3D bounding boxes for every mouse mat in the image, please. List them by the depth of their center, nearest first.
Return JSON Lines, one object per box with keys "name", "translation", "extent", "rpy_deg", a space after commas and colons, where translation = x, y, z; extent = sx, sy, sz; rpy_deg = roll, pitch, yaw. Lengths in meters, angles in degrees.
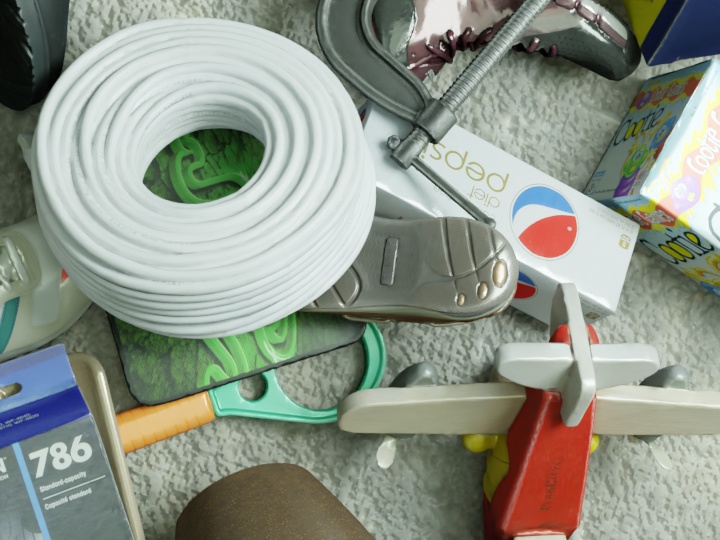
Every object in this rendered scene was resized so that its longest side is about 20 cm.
{"name": "mouse mat", "translation": [-0.095, -0.030, 0.957], "extent": [0.159, 0.008, 0.202], "rpy_deg": [-17, 88, -14]}

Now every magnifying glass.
{"name": "magnifying glass", "translation": [-0.077, 0.076, 0.963], "extent": [0.198, 0.022, 0.080], "rpy_deg": [-19, 94, -13]}

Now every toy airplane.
{"name": "toy airplane", "translation": [0.112, 0.089, 0.951], "extent": [0.198, 0.142, 0.200], "rpy_deg": [-37, 120, 16]}

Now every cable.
{"name": "cable", "translation": [-0.091, -0.059, 0.879], "extent": [0.198, 0.069, 0.201], "rpy_deg": [-19, 60, -11]}

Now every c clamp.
{"name": "c clamp", "translation": [0.066, -0.152, 0.933], "extent": [0.170, 0.027, 0.201], "rpy_deg": [35, 83, 5]}

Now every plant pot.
{"name": "plant pot", "translation": [-0.036, 0.221, 0.883], "extent": [0.185, 0.188, 0.201], "rpy_deg": [-17, 54, -14]}

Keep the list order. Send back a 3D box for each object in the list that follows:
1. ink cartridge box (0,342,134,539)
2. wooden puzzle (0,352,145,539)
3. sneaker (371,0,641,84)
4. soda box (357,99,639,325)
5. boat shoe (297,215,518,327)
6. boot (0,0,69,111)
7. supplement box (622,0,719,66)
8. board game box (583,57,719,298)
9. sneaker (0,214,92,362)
{"name": "ink cartridge box", "translation": [-0.185, 0.152, 0.877], "extent": [0.099, 0.039, 0.202], "rpy_deg": [-20, 95, -15]}
{"name": "wooden puzzle", "translation": [-0.233, 0.161, 0.906], "extent": [0.198, 0.046, 0.187], "rpy_deg": [-14, 93, -16]}
{"name": "sneaker", "translation": [0.075, -0.147, 0.982], "extent": [0.199, 0.076, 0.116], "rpy_deg": [30, 82, -2]}
{"name": "soda box", "translation": [0.076, -0.036, 0.975], "extent": [0.198, 0.064, 0.069], "rpy_deg": [27, 65, -13]}
{"name": "boat shoe", "translation": [0.000, 0.000, 0.928], "extent": [0.198, 0.072, 0.077], "rpy_deg": [12, 78, 14]}
{"name": "boot", "translation": [-0.171, -0.213, 0.905], "extent": [0.162, 0.073, 0.200], "rpy_deg": [-40, 142, -37]}
{"name": "supplement box", "translation": [0.214, -0.248, 0.961], "extent": [0.108, 0.110, 0.202], "rpy_deg": [-9, 67, -15]}
{"name": "board game box", "translation": [0.266, -0.037, 1.012], "extent": [0.199, 0.105, 0.104], "rpy_deg": [33, 82, -11]}
{"name": "sneaker", "translation": [-0.234, 0.019, 0.878], "extent": [0.198, 0.093, 0.071], "rpy_deg": [-27, 80, -11]}
